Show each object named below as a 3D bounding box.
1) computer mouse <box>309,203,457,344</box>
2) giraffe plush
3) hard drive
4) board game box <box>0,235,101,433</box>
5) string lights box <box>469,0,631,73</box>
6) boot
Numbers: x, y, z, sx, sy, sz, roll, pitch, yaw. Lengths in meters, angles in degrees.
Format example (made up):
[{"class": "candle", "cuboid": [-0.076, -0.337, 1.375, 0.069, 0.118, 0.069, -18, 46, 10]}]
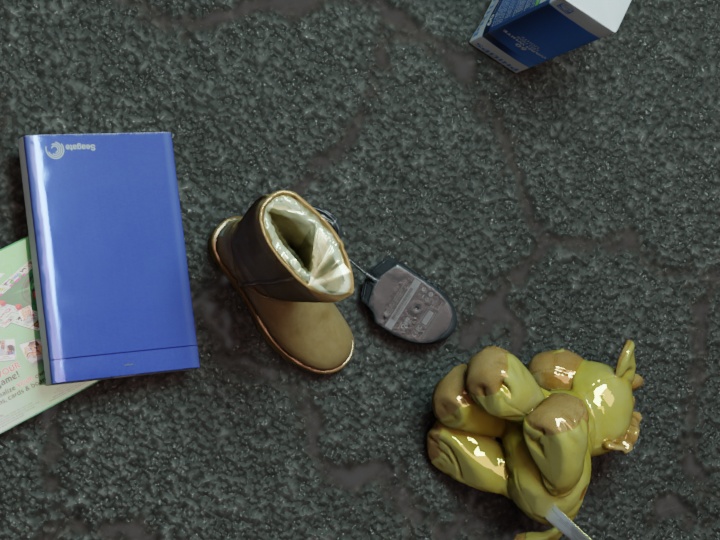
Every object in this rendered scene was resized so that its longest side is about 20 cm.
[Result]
[{"class": "computer mouse", "cuboid": [0.000, 0.000, 1.404, 0.199, 0.034, 0.059, 36, 93, -9]}, {"class": "giraffe plush", "cuboid": [0.178, 0.131, 1.402, 0.200, 0.173, 0.162, 48, 52, 0]}, {"class": "hard drive", "cuboid": [-0.207, -0.013, 1.310, 0.131, 0.025, 0.202, -4, 84, -32]}, {"class": "board game box", "cuboid": [-0.312, 0.067, 1.288, 0.199, 0.029, 0.135, -27, 96, -19]}, {"class": "string lights box", "cuboid": [0.175, -0.246, 1.385, 0.059, 0.200, 0.103, 30, 79, -14]}, {"class": "boot", "cuboid": [-0.046, 0.017, 1.293, 0.175, 0.200, 0.066, 45, 75, -11]}]
